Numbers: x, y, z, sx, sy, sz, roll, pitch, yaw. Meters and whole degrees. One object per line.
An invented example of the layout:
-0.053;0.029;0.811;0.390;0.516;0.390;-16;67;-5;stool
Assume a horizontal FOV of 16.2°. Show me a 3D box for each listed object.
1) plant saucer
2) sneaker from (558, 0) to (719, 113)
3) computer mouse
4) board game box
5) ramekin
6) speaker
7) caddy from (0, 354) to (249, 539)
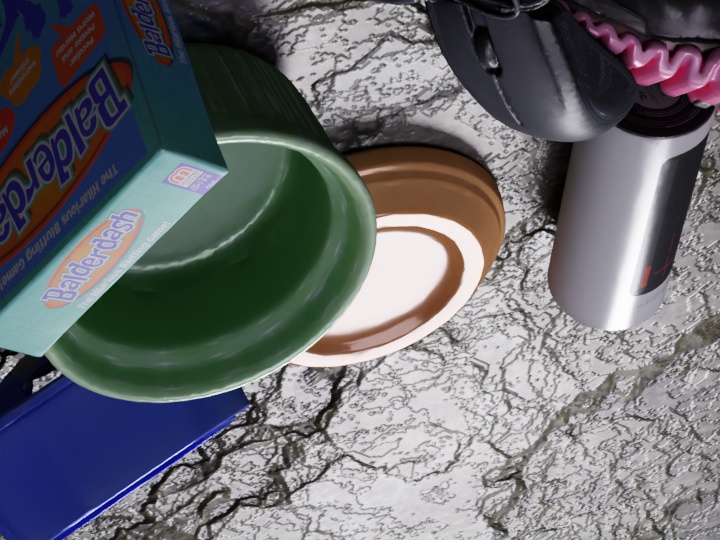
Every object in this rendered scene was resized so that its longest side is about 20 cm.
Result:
0.000;0.000;1.581;0.199;0.038;0.201;-15;147;-10;plant saucer
0.167;-0.154;1.430;0.199;0.096;0.079;17;174;-20;sneaker
0.079;-0.116;1.375;0.138;0.053;0.200;12;166;38;computer mouse
-0.151;-0.083;1.231;0.045;0.201;0.152;17;131;-43;board game box
-0.099;-0.030;1.405;0.199;0.098;0.201;-14;137;-13;ramekin
0.165;-0.050;1.560;0.081;0.081;0.200;-12;145;-13;speaker
-0.164;0.087;1.526;0.200;0.105;0.141;-34;178;-15;caddy
